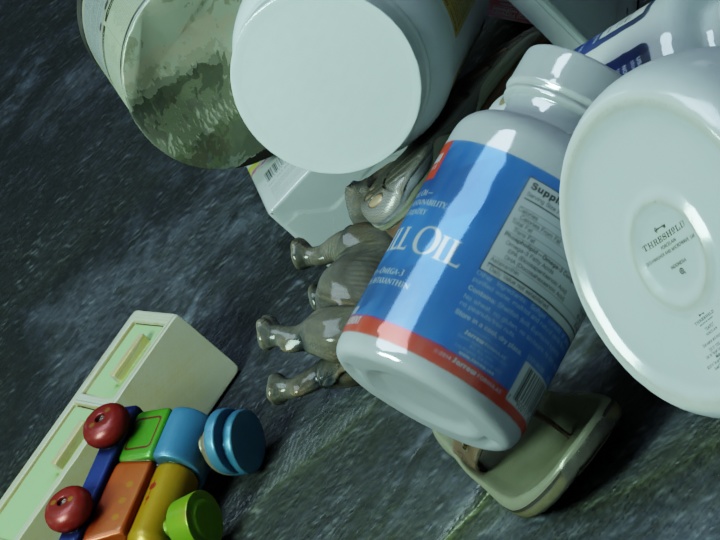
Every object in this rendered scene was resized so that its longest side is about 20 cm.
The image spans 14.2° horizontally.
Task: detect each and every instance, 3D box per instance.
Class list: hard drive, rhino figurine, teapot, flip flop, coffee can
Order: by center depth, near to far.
[{"bbox_3d":[0.207,-0.031,1.447,0.146,0.198,0.200,-20,32,-32],"label":"teapot"},{"bbox_3d":[0.080,0.080,1.613,0.081,0.058,0.200,-50,23,-4],"label":"flip flop"},{"bbox_3d":[0.103,-0.218,1.854,0.026,0.200,0.132,-33,28,30],"label":"hard drive"},{"bbox_3d":[0.000,0.000,1.876,0.087,0.060,0.201,-8,41,30],"label":"rhino figurine"},{"bbox_3d":[-0.116,-0.168,2.062,0.146,0.146,0.200,-47,22,4],"label":"coffee can"}]

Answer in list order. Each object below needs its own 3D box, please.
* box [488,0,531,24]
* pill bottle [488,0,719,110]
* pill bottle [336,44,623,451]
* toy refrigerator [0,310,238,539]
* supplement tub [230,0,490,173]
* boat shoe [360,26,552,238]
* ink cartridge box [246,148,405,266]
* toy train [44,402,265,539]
[{"bbox_3d":[0.047,-0.245,1.981,0.103,0.199,0.095,-89,11,-56],"label":"box"},{"bbox_3d":[0.175,-0.093,1.646,0.200,0.111,0.111,-30,29,37],"label":"pill bottle"},{"bbox_3d":[0.079,-0.015,1.548,0.112,0.112,0.201,2,60,61],"label":"pill bottle"},{"bbox_3d":[-0.177,0.125,1.990,0.200,0.070,0.076,-55,23,-15],"label":"toy refrigerator"},{"bbox_3d":[-0.001,-0.156,1.849,0.144,0.144,0.200,-37,11,25],"label":"supplement tub"},{"bbox_3d":[0.076,-0.078,1.856,0.200,0.072,0.076,-51,11,-33],"label":"boat shoe"},{"bbox_3d":[-0.021,-0.095,2.054,0.115,0.068,0.200,-46,23,8],"label":"ink cartridge box"},{"bbox_3d":[-0.138,0.171,1.850,0.115,0.085,0.201,-12,41,35],"label":"toy train"}]
